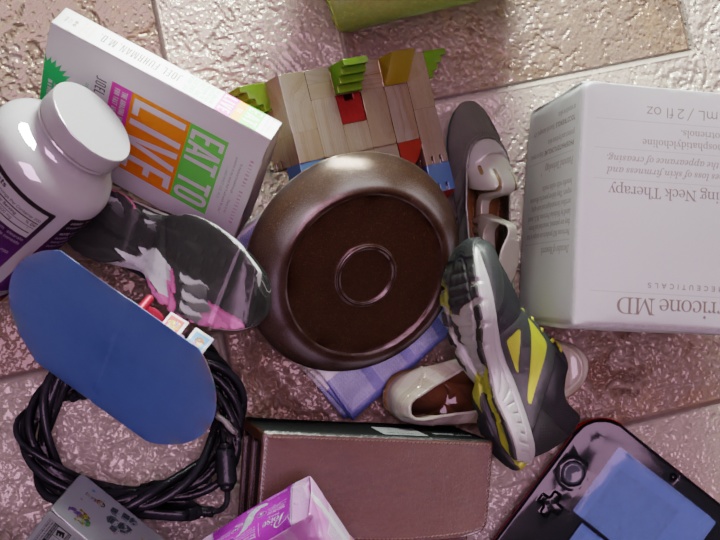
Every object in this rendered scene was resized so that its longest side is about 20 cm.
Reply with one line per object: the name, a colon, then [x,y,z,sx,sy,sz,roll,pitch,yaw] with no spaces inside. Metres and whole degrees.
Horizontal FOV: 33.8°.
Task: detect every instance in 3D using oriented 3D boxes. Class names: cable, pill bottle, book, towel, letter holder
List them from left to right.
pill bottle: [-0.280,-0.061,0.958,0.200,0.112,0.113,-37,93,22]
cable: [-0.199,0.132,1.028,0.198,0.051,0.165,7,86,-7]
book: [-0.173,-0.121,0.997,0.199,0.134,0.048,27,48,1]
towel: [-0.021,0.016,1.073,0.147,0.024,0.200,-40,95,-10]
letter holder: [0.000,0.206,1.017,0.198,0.101,0.143,5,88,-15]

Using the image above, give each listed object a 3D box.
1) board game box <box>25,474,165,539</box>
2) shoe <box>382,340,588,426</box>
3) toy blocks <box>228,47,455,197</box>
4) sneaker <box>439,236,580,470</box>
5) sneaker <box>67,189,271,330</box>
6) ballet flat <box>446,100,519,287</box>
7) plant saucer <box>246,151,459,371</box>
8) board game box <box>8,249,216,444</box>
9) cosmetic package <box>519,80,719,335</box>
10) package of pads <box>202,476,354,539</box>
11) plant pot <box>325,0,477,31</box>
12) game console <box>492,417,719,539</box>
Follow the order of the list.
board game box: [-0.204,0.291,0.986,0.200,0.064,0.148,39,112,-3]
shoe: [0.121,0.106,1.067,0.198,0.053,0.071,-10,92,-15]
toy blocks: [-0.002,-0.110,1.039,0.199,0.100,0.138,-15,92,-30]
sneaker: [0.129,0.065,1.018,0.084,0.074,0.202,-17,98,-23]
sneaker: [-0.148,-0.014,0.995,0.199,0.086,0.081,31,96,25]
ballet flat: [0.118,-0.056,1.072,0.067,0.064,0.202,0,88,-35]
plant saucer: [0.000,0.000,1.009,0.199,0.032,0.202,-9,114,-20]
board game box: [-0.193,0.056,0.964,0.199,0.158,0.039,35,48,3]
cosmetic package: [0.242,-0.047,1.041,0.166,0.166,0.202,3,88,-8]
package of pads: [-0.038,0.275,0.934,0.120,0.076,0.201,-31,107,8]
plant pot: [0.041,-0.299,1.026,0.183,0.200,0.202,-20,90,2]
game console: [0.239,0.254,1.094,0.200,0.031,0.177,38,83,-4]
